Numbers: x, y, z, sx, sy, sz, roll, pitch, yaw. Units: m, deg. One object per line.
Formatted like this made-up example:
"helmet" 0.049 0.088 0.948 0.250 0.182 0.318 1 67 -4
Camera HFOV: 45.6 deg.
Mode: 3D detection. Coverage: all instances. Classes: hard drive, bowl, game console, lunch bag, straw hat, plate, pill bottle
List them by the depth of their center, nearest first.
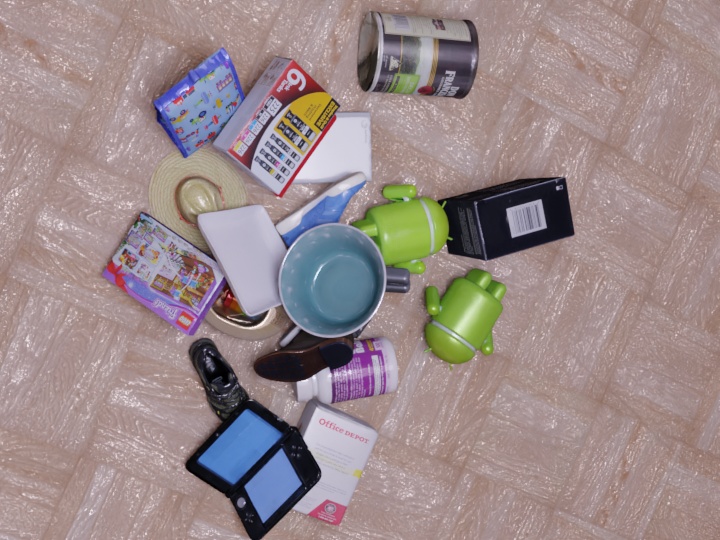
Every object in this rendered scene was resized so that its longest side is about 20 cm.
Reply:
"lunch bag" -0.281 -0.298 1.486 0.150 0.200 0.094 -39 88 -10
"plate" -0.197 -0.018 1.553 0.032 0.199 0.202 -32 83 30
"bowl" -0.040 0.024 1.557 0.197 0.105 0.205 -2 81 12
"straw hat" -0.294 -0.125 1.567 0.197 0.085 0.205 -2 96 -16
"game console" -0.201 0.375 1.602 0.200 0.177 0.116 -46 146 14
"hard drive" -0.076 -0.236 1.651 0.196 0.027 0.135 -3 97 -16
"pill bottle" -0.033 0.197 1.662 0.196 0.112 0.114 -8 98 -13

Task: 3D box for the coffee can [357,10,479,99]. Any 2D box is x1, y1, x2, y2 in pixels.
"coffee can" 0.106 -0.407 1.624 0.196 0.146 0.149 1 96 -15

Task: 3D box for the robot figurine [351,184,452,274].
"robot figurine" 0.084 -0.076 1.667 0.197 0.116 0.179 -13 104 -14

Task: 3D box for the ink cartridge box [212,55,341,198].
"ink cartridge box" -0.135 -0.250 1.553 0.175 0.084 0.201 37 85 -33

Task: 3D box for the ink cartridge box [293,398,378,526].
"ink cartridge box" -0.071 0.374 1.686 0.143 0.083 0.203 25 89 -16

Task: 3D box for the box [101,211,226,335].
"box" -0.349 0.005 1.546 0.198 0.039 0.138 33 89 9

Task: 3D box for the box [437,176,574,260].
"box" 0.282 -0.104 1.678 0.193 0.200 0.120 -15 99 -14

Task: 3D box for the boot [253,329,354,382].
"boot" -0.101 0.147 1.605 0.197 0.098 0.076 -12 121 14

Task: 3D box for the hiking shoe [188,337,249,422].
"hiking shoe" -0.258 0.226 1.607 0.075 0.101 0.202 -33 104 -10

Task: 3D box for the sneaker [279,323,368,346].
"sneaker" -0.059 0.111 1.668 0.199 0.071 0.100 -37 100 -14

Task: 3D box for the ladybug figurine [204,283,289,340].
"ladybug figurine" -0.225 0.055 1.613 0.198 0.072 0.137 29 87 -16

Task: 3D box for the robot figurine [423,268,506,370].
"robot figurine" 0.207 0.097 1.714 0.174 0.115 0.202 34 86 -22

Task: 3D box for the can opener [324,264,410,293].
"can opener" 0.000 0.000 1.642 0.196 0.068 0.054 4 138 10

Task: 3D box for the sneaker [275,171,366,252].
"sneaker" -0.053 -0.095 1.633 0.198 0.077 0.112 -34 100 4
